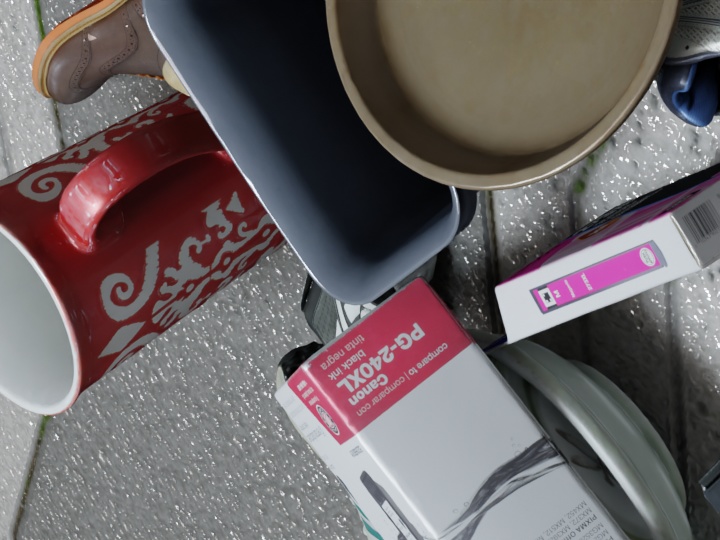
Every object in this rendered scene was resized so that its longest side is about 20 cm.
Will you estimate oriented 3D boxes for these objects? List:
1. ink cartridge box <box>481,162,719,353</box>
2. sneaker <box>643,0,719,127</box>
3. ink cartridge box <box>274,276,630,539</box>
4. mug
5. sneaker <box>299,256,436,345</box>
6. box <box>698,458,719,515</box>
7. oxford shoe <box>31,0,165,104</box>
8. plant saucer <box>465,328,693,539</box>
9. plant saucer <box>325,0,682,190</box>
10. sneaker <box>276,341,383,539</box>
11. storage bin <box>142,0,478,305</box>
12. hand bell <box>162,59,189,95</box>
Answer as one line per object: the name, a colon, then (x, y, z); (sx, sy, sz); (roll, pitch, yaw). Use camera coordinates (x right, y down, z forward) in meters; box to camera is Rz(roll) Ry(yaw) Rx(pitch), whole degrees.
ink cartridge box: (0.134, -0.011, 1.478); (0.037, 0.095, 0.200); (58, 147, -2)
sneaker: (0.150, -0.116, 1.357); (0.200, 0.085, 0.077); (27, 173, 39)
ink cartridge box: (0.052, 0.113, 1.563); (0.200, 0.083, 0.145); (53, 169, 2)
mug: (-0.119, -0.024, 1.701); (0.177, 0.200, 0.134); (-7, 111, 53)
sneaker: (0.000, 0.000, 1.687); (0.090, 0.066, 0.201); (25, 137, 36)
box: (0.281, 0.124, 1.409); (0.200, 0.086, 0.164); (51, 146, 10)
oxford shoe: (-0.132, -0.133, 1.747); (0.073, 0.071, 0.200); (52, 147, -1)
plant saucer: (0.122, 0.104, 1.605); (0.200, 0.050, 0.200); (46, 162, 20)
plant saucer: (0.069, -0.135, 1.364); (0.200, 0.029, 0.201); (-3, 85, 39)
sneaker: (0.014, 0.135, 1.776); (0.200, 0.070, 0.094); (44, 139, 15)
storage bin: (0.013, -0.112, 1.511); (0.200, 0.134, 0.145); (55, 138, 2)
hand bell: (-0.054, -0.199, 1.595); (0.104, 0.104, 0.201); (24, 123, 40)
